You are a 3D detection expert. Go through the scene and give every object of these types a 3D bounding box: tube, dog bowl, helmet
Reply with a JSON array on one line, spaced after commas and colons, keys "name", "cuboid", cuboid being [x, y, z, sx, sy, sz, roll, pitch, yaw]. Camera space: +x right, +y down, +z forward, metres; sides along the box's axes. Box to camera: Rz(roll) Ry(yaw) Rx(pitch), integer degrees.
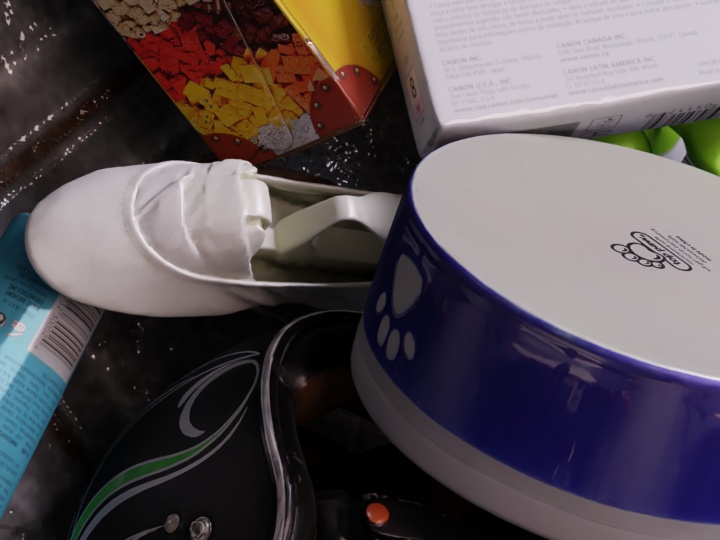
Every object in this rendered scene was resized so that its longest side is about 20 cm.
[{"name": "tube", "cuboid": [-0.162, 0.073, 0.999, 0.077, 0.050, 0.200, 36, 68, -23]}, {"name": "dog bowl", "cuboid": [0.101, 0.026, 0.951, 0.200, 0.200, 0.079, -6, 122, -39]}, {"name": "helmet", "cuboid": [-0.029, 0.132, 1.005, 0.200, 0.191, 0.200, 27, 36, -21]}]

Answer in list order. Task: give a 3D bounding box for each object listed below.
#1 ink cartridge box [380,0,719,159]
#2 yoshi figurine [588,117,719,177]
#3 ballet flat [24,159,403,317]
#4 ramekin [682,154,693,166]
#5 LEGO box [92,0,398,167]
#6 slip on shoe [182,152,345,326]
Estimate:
[{"name": "ink cartridge box", "cuboid": [0.083, -0.155, 1.047, 0.162, 0.057, 0.200, -10, 73, -13]}, {"name": "yoshi figurine", "cuboid": [0.150, -0.075, 1.121, 0.200, 0.112, 0.112, -52, 149, 7]}, {"name": "ballet flat", "cuboid": [-0.035, -0.017, 1.017, 0.200, 0.069, 0.070, 6, 81, -29]}, {"name": "ramekin", "cuboid": [0.203, -0.038, 1.214, 0.098, 0.200, 0.200, 44, 60, -18]}, {"name": "LEGO box", "cuboid": [-0.034, -0.164, 1.076, 0.149, 0.077, 0.200, 52, 41, -22]}, {"name": "slip on shoe", "cuboid": [0.000, 0.000, 1.126, 0.200, 0.061, 0.076, 29, 68, -33]}]
